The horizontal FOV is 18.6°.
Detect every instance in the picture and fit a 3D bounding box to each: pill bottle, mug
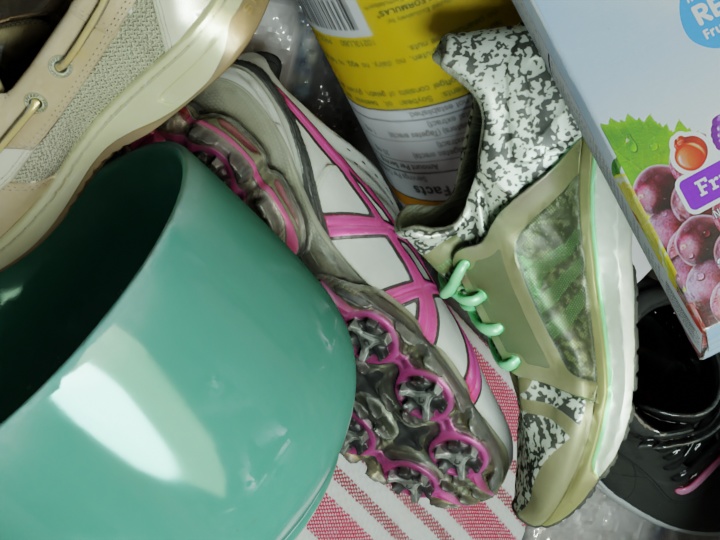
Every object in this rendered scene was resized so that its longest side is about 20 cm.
[{"bbox_3d":[0.049,-0.081,0.861,0.111,0.111,0.201,-35,120,-13],"label":"pill bottle"},{"bbox_3d":[-0.087,0.060,0.768,0.185,0.152,0.114,-42,113,11],"label":"mug"}]

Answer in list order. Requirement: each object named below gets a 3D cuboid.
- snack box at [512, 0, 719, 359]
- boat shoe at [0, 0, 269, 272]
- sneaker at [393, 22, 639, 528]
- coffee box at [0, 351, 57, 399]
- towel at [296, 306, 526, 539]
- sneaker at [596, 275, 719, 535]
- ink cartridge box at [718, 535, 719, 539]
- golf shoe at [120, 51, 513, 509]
[{"bbox_3d":[0.138,-0.099,0.714,0.168,0.068,0.201,-27,76,1],"label":"snack box"},{"bbox_3d":[-0.115,-0.061,0.763,0.065,0.072,0.200,36,130,-24],"label":"boat shoe"},{"bbox_3d":[0.054,-0.004,0.800,0.088,0.077,0.202,0,106,-8],"label":"sneaker"},{"bbox_3d":[-0.135,0.089,0.860,0.199,0.044,0.124,19,96,-32],"label":"coffee box"},{"bbox_3d":[0.007,0.101,0.907,0.146,0.030,0.201,48,51,-32],"label":"towel"},{"bbox_3d":[0.137,0.067,0.966,0.071,0.099,0.200,-46,123,-9],"label":"sneaker"},{"bbox_3d":[0.185,0.126,0.982,0.200,0.040,0.201,-19,122,-66],"label":"ink cartridge box"},{"bbox_3d":[0.000,0.000,0.851,0.200,0.072,0.092,52,43,-10],"label":"golf shoe"}]
